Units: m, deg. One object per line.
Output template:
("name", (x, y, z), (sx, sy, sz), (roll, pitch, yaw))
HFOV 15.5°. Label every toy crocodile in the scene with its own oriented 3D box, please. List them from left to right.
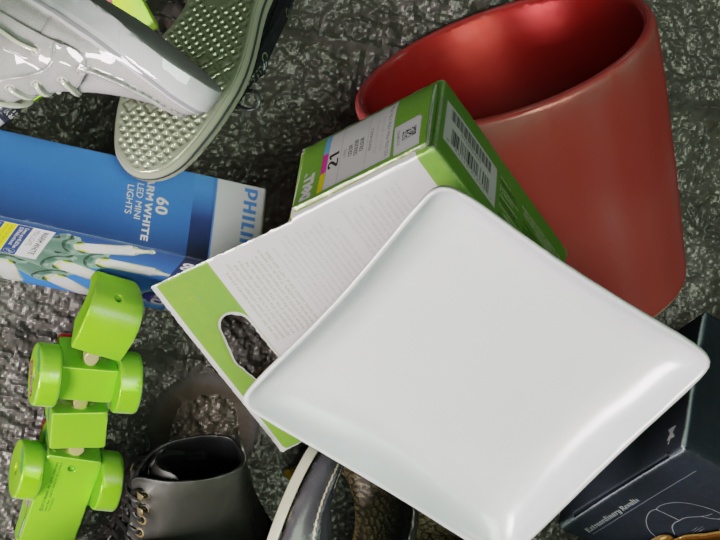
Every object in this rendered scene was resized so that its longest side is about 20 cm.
("toy crocodile", (-0.177, 0.091, 1.633), (0.067, 0.062, 0.201), (5, 125, -16))

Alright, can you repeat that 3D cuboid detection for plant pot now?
("plant pot", (0.115, -0.057, 1.660), (0.200, 0.200, 0.178), (-25, 113, -12))

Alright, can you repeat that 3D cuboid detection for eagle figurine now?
("eagle figurine", (0.013, 0.129, 1.684), (0.151, 0.151, 0.201), (-29, 94, -21))

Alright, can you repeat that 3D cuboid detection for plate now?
("plate", (0.066, 0.056, 1.526), (0.199, 0.032, 0.200), (32, 122, -17))

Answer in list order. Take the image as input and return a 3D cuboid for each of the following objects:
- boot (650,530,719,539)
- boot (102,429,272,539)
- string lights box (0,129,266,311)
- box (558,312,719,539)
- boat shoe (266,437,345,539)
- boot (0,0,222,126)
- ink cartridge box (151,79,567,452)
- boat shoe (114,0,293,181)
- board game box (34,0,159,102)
("boot", (0.199, 0.243, 1.734), (0.201, 0.071, 0.144), (-30, 121, 27))
("boot", (-0.151, 0.168, 1.627), (0.199, 0.078, 0.139), (-20, 136, -8))
("string lights box", (-0.168, -0.030, 1.611), (0.199, 0.103, 0.059), (12, 68, -17))
("box", (0.256, 0.137, 1.725), (0.199, 0.148, 0.107), (26, 56, -18))
("boat shoe", (-0.034, 0.199, 1.572), (0.062, 0.073, 0.201), (16, 85, 6))
("boot", (-0.184, -0.121, 1.550), (0.200, 0.074, 0.096), (33, 97, 10))
("ink cartridge box", (0.000, 0.000, 1.559), (0.199, 0.076, 0.148), (-25, 119, 23))
("boat shoe", (-0.089, -0.128, 1.611), (0.074, 0.062, 0.200), (10, 56, 20))
("board game box", (-0.217, -0.210, 1.606), (0.101, 0.048, 0.200), (-32, 105, -10))
